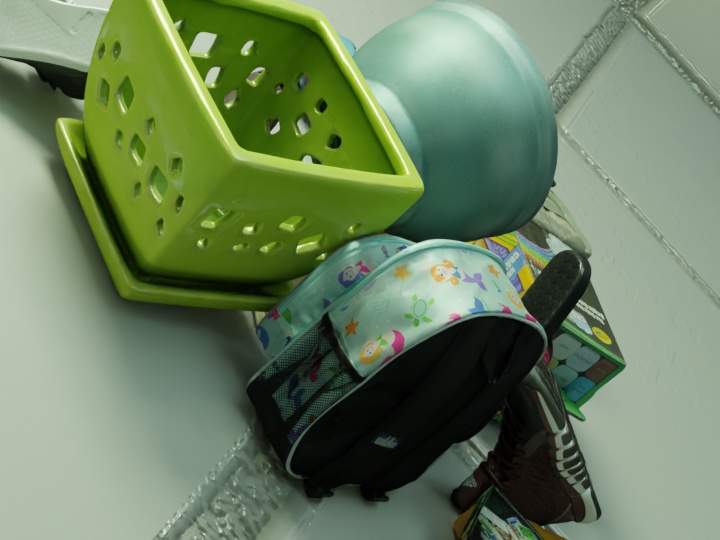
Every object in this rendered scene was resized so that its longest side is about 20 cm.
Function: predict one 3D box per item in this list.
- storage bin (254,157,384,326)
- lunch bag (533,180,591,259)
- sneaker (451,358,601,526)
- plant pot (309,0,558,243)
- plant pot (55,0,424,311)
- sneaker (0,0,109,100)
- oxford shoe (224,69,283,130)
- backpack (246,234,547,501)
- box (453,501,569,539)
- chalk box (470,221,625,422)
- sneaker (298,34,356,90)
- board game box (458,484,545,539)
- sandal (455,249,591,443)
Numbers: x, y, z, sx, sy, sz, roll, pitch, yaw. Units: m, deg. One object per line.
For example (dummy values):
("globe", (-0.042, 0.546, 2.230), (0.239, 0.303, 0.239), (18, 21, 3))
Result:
("storage bin", (0.000, 0.000, 1.407), (0.199, 0.094, 0.200), (30, 29, -34))
("lunch bag", (0.133, -0.075, 1.736), (0.163, 0.118, 0.201), (30, 23, -33))
("sneaker", (0.121, 0.154, 1.331), (0.076, 0.114, 0.201), (-101, 169, -51))
("plant pot", (0.043, -0.107, 1.326), (0.133, 0.201, 0.201), (-22, 68, -38))
("plant pot", (-0.106, -0.083, 1.220), (0.198, 0.182, 0.201), (5, 47, -44))
("sneaker", (-0.264, -0.183, 1.282), (0.198, 0.071, 0.099), (17, -15, -8))
("oxford shoe", (-0.107, -0.143, 1.469), (0.071, 0.072, 0.200), (44, 24, -9))
("backpack", (0.032, 0.061, 1.220), (0.177, 0.200, 0.152), (16, 42, -50))
("box", (0.147, 0.285, 1.287), (0.119, 0.041, 0.201), (30, 31, -36))
("chalk box", (0.153, 0.064, 1.520), (0.124, 0.124, 0.201), (32, 29, -35))
("sneaker", (-0.045, -0.187, 1.668), (0.095, 0.080, 0.201), (22, 25, -29))
("board game box", (0.153, 0.264, 1.253), (0.200, 0.023, 0.105), (48, 22, -1))
("sandal", (0.138, 0.074, 1.397), (0.045, 0.201, 0.075), (34, 9, -30))
